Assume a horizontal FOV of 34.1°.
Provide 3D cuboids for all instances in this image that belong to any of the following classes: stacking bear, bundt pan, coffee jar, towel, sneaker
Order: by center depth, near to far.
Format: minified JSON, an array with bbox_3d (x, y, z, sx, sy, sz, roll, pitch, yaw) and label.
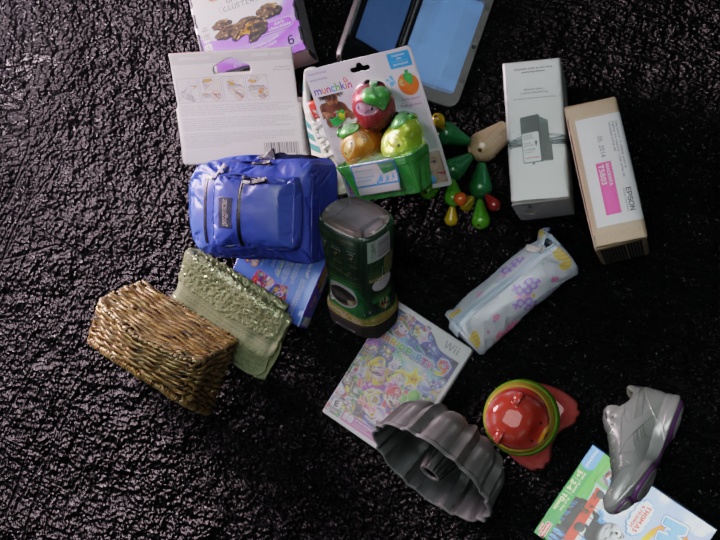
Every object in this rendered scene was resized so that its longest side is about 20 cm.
[{"bbox_3d":[0.219,0.202,1.592,0.114,0.200,0.122,34,92,15],"label":"stacking bear"},{"bbox_3d":[0.363,0.242,1.600,0.099,0.075,0.200,22,57,22],"label":"sneaker"},{"bbox_3d":[0.116,0.254,1.627,0.202,0.202,0.076,33,64,16],"label":"bundt pan"},{"bbox_3d":[0.000,0.000,1.674,0.104,0.200,0.085,28,49,32],"label":"coffee jar"},{"bbox_3d":[-0.053,-0.208,1.734,0.070,0.093,0.200,-14,72,13],"label":"sneaker"},{"bbox_3d":[-0.200,0.065,1.766,0.200,0.036,0.149,33,125,14],"label":"towel"}]

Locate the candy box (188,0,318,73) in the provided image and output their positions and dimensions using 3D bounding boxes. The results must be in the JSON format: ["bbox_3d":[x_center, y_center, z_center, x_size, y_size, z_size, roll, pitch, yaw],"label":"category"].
[{"bbox_3d":[-0.173,-0.401,1.832,0.167,0.072,0.200,-16,80,12],"label":"candy box"}]

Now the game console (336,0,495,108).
[{"bbox_3d":[0.083,-0.368,1.745,0.116,0.176,0.200,17,86,44],"label":"game console"}]

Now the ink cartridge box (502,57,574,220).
[{"bbox_3d":[0.254,-0.182,1.660,0.083,0.147,0.200,-4,83,13],"label":"ink cartridge box"}]

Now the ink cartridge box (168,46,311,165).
[{"bbox_3d":[-0.183,-0.253,1.795,0.200,0.045,0.177,0,110,14],"label":"ink cartridge box"}]

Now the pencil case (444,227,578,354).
[{"bbox_3d":[0.216,0.030,1.672,0.200,0.091,0.083,-42,76,7],"label":"pencil case"}]

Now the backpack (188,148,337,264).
[{"bbox_3d":[-0.151,-0.095,1.687,0.200,0.168,0.163,5,94,22],"label":"backpack"}]

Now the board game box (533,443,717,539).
[{"bbox_3d":[0.364,0.358,1.622,0.200,0.037,0.151,34,92,15],"label":"board game box"}]

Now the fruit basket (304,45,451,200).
[{"bbox_3d":[0.020,-0.196,1.627,0.185,0.094,0.200,-5,117,36],"label":"fruit basket"}]

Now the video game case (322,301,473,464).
[{"bbox_3d":[0.054,0.163,1.733,0.143,0.018,0.200,33,92,16],"label":"video game case"}]

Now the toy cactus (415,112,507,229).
[{"bbox_3d":[0.151,-0.164,1.706,0.165,0.102,0.200,-37,88,-13],"label":"toy cactus"}]

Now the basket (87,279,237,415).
[{"bbox_3d":[-0.309,0.135,1.742,0.200,0.143,0.149,30,116,15],"label":"basket"}]

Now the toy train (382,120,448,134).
[{"bbox_3d":[0.039,-0.187,1.768,0.200,0.034,0.046,-14,61,12],"label":"toy train"}]

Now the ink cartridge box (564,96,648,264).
[{"bbox_3d":[0.342,-0.120,1.620,0.075,0.165,0.200,-12,81,13],"label":"ink cartridge box"}]

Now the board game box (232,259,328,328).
[{"bbox_3d":[-0.107,-0.030,1.783,0.134,0.045,0.200,23,89,16],"label":"board game box"}]
